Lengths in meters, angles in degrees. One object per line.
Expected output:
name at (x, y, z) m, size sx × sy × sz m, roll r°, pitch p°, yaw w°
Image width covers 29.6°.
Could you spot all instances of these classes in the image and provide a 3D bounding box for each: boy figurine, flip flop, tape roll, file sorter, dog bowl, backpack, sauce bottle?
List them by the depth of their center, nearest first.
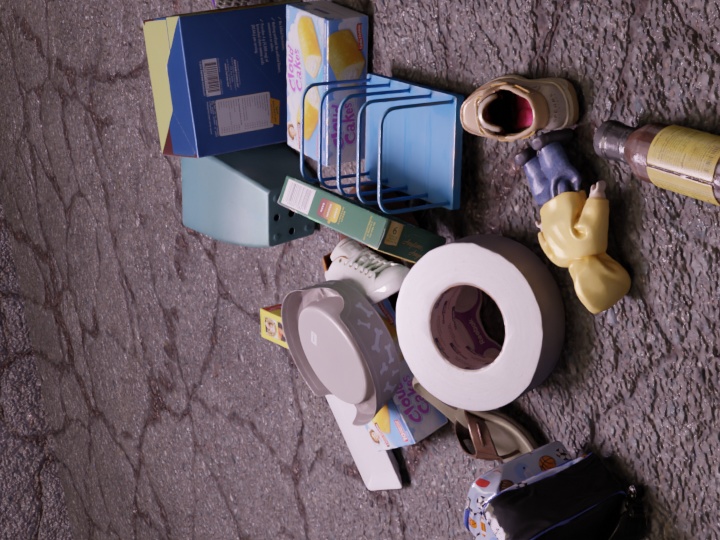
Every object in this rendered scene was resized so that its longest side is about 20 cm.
sauce bottle at (0.309, -0.111, 1.339) m, size 0.199 × 0.064 × 0.066 m, roll 29°, pitch 126°, yaw 52°
boy figurine at (0.237, -0.054, 1.487) m, size 0.124 × 0.064 × 0.202 m, roll -46°, pitch 63°, yaw 56°
backpack at (0.205, 0.308, 1.578) m, size 0.155 × 0.197 × 0.192 m, roll 53°, pitch 150°, yaw 42°
tape roll at (0.141, 0.061, 1.617) m, size 0.198 × 0.066 × 0.204 m, roll 8°, pitch 105°, yaw 32°
flip flop at (0.141, 0.199, 1.699) m, size 0.199 × 0.058 × 0.081 m, roll 36°, pitch 150°, yaw 8°
file sorter at (0.022, -0.160, 1.705) m, size 0.199 × 0.121 × 0.141 m, roll 25°, pitch 119°, yaw 54°
dog bowl at (-0.023, 0.103, 1.798) m, size 0.200 × 0.058 × 0.202 m, roll 39°, pitch 144°, yaw 35°

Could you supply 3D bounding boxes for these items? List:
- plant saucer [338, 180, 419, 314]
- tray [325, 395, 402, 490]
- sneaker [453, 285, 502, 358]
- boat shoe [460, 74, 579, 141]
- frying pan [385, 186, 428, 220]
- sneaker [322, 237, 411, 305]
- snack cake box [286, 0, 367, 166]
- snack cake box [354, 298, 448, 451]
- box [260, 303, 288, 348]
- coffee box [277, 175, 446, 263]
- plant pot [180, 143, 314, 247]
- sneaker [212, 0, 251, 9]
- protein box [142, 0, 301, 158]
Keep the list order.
plant saucer at (0.027, -0.022, 1.859) m, size 0.200 × 0.034 × 0.202 m, roll 40°, pitch 143°, yaw 39°
tray at (0.002, 0.229, 2.014) m, size 0.107 × 0.022 × 0.202 m, roll -20°, pitch 95°, yaw 59°
sneaker at (0.120, 0.078, 1.728) m, size 0.100 × 0.074 × 0.203 m, roll -39°, pitch 68°, yaw 56°
boat shoe at (0.164, -0.184, 1.552) m, size 0.199 × 0.068 × 0.075 m, roll 0°, pitch 103°, yaw 61°
frying pan at (0.073, -0.116, 1.783) m, size 0.189 × 0.031 × 0.117 m, roll 16°, pitch 116°, yaw 60°
sneaker at (0.000, 0.000, 1.807) m, size 0.199 × 0.072 × 0.086 m, roll -7°, pitch 109°, yaw 61°
snack cake box at (-0.047, -0.259, 1.873) m, size 0.115 × 0.066 × 0.203 m, roll 31°, pitch 127°, yaw 50°
snack cake box at (0.028, 0.142, 1.882) m, size 0.115 × 0.067 × 0.202 m, roll -26°, pitch 92°, yaw 59°
box at (-0.076, 0.093, 2.074) m, size 0.199 × 0.074 × 0.051 m, roll 18°, pitch 115°, yaw 57°
coffee box at (0.000, -0.062, 1.727) m, size 0.199 × 0.122 × 0.045 m, roll 25°, pitch 95°, yaw 42°
plant pot at (-0.161, -0.118, 2.080) m, size 0.199 × 0.140 × 0.143 m, roll 28°, pitch 125°, yaw 44°
sneaker at (-0.192, -0.493, 2.051) m, size 0.100 × 0.069 × 0.202 m, roll 55°, pitch 141°, yaw 43°
protein box at (-0.189, -0.280, 1.989) m, size 0.134 × 0.198 × 0.202 m, roll 11°, pitch 112°, yaw 57°
